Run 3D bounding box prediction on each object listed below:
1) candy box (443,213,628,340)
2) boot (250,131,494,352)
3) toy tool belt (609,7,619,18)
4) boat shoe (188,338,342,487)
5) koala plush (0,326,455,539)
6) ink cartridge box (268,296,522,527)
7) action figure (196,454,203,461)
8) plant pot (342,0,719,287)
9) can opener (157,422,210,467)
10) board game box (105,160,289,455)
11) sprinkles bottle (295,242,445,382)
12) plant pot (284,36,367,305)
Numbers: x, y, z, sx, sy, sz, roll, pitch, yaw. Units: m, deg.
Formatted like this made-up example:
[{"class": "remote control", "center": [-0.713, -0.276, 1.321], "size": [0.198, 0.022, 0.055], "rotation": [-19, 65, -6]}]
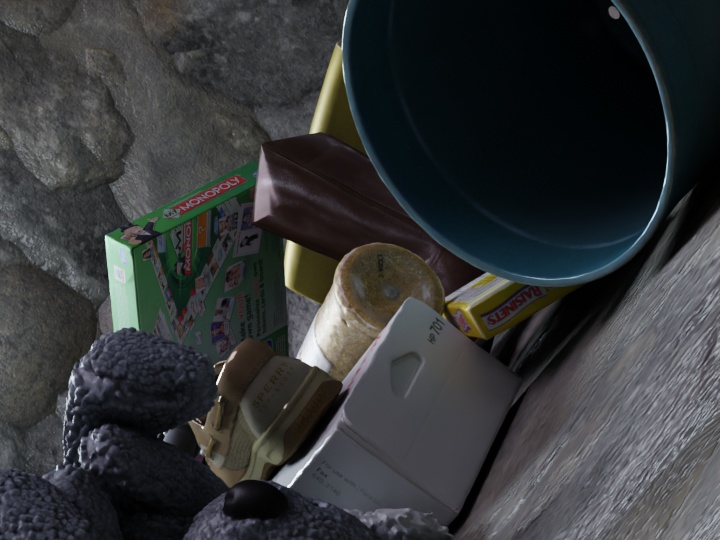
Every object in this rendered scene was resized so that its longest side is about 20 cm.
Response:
[{"class": "candy box", "center": [0.098, 0.004, 1.433], "size": [0.102, 0.027, 0.200], "rotation": [-28, 1, -3]}, {"class": "boot", "center": [0.000, 0.000, 1.598], "size": [0.187, 0.199, 0.064], "rotation": [-51, -13, -47]}, {"class": "toy tool belt", "center": [0.141, -0.093, 1.597], "size": [0.200, 0.125, 0.123], "rotation": [-51, -28, 2]}, {"class": "boat shoe", "center": [-0.061, 0.076, 1.396], "size": [0.071, 0.064, 0.200], "rotation": [-54, 2, -20]}, {"class": "koala plush", "center": [-0.064, 0.153, 1.242], "size": [0.178, 0.199, 0.185], "rotation": [-56, -34, -48]}, {"class": "ink cartridge box", "center": [-0.011, 0.133, 1.389], "size": [0.200, 0.086, 0.147], "rotation": [-51, 3, 33]}, {"class": "action figure", "center": [-0.071, 0.138, 1.699], "size": [0.200, 0.149, 0.134], "rotation": [-52, 0, -43]}, {"class": "plant pot", "center": [0.123, -0.123, 1.321], "size": [0.188, 0.200, 0.200], "rotation": [-37, -10, -44]}, {"class": "can opener", "center": [-0.106, 0.131, 1.522], "size": [0.067, 0.053, 0.200], "rotation": [-61, 6, 30]}, {"class": "board game box", "center": [-0.105, 0.042, 1.681], "size": [0.134, 0.029, 0.201], "rotation": [-28, -50, -38]}, {"class": "sprinkles bottle", "center": [-0.011, 0.068, 1.508], "size": [0.068, 0.068, 0.200], "rotation": [-56, -5, -41]}, {"class": "plant pot", "center": [0.047, -0.051, 1.776], "size": [0.200, 0.199, 0.177], "rotation": [-64, 0, -76]}]
